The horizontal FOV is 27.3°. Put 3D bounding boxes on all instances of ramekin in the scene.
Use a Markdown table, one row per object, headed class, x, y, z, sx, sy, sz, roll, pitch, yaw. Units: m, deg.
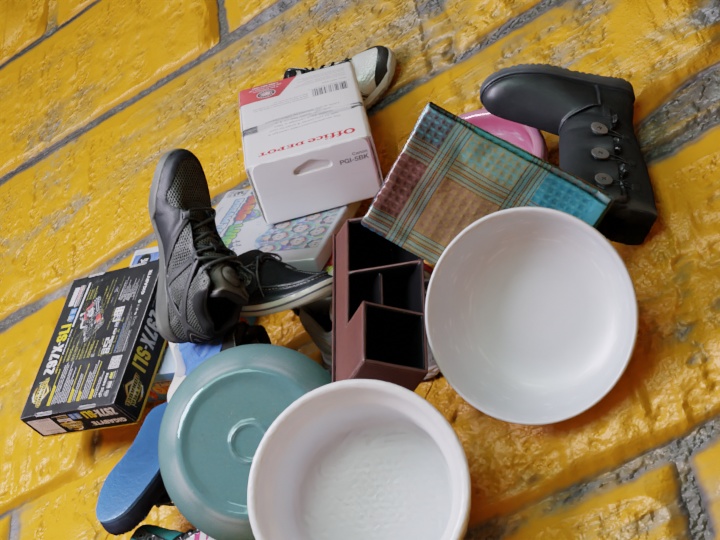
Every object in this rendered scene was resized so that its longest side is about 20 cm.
| class | x | y | z | sx | sy | sz | roll | pitch | yaw |
| --- | --- | --- | --- | --- | --- | --- | --- | --- | --- |
| ramekin | 0.006 | 0.205 | 1.339 | 0.200 | 0.098 | 0.201 | -3 | 74 | 11 |

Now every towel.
| class | x | y | z | sx | sy | sz | roll | pitch | yaw |
| --- | --- | --- | --- | --- | --- | --- | --- | --- | --- |
| towel | 0.119 | -0.054 | 1.406 | 0.147 | 0.200 | 0.022 | -61 | 4 | 23 |

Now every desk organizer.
| class | x | y | z | sx | sy | sz | roll | pitch | yaw |
| --- | --- | --- | --- | --- | --- | --- | --- | --- | --- |
| desk organizer | 0.019 | 0.031 | 1.438 | 0.077 | 0.072 | 0.200 | 123 | 154 | -49 |

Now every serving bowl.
| class | x | y | z | sx | sy | sz | roll | pitch | yaw |
| --- | --- | --- | --- | --- | --- | --- | --- | --- | --- |
| serving bowl | 0.164 | 0.040 | 1.376 | 0.200 | 0.066 | 0.200 | 1 | 94 | 20 |

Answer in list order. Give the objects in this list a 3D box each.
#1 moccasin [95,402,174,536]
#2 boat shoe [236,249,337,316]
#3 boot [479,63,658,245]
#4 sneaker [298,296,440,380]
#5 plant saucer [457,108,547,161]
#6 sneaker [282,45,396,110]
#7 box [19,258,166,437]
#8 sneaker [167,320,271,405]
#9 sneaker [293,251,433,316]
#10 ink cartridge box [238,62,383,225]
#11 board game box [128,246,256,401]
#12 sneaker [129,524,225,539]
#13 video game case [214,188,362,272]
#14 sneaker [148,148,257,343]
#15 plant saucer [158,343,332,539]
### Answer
| class | x | y | z | sx | sy | sz | roll | pitch | yaw |
| --- | --- | --- | --- | --- | --- | --- | --- | --- | --- |
| moccasin | -0.211 | 0.216 | 1.571 | 0.080 | 0.068 | 0.200 | -11 | 28 | 27 |
| boat shoe | -0.108 | 0.011 | 1.542 | 0.200 | 0.062 | 0.075 | -2 | 13 | 41 |
| boot | 0.204 | -0.116 | 1.484 | 0.165 | 0.066 | 0.200 | 1 | 51 | 1 |
| sneaker | 0.016 | 0.060 | 1.521 | 0.200 | 0.092 | 0.076 | -4 | 53 | 39 |
| plant saucer | 0.115 | -0.085 | 1.590 | 0.200 | 0.051 | 0.201 | -22 | 42 | 22 |
| sneaker | -0.050 | -0.224 | 1.839 | 0.200 | 0.088 | 0.076 | -35 | 38 | 11 |
| box | -0.297 | 0.089 | 1.723 | 0.160 | 0.049 | 0.200 | -14 | 48 | 37 |
| sneaker | -0.141 | 0.087 | 1.560 | 0.111 | 0.077 | 0.200 | -27 | 24 | 9 |
| sneaker | 0.000 | 0.000 | 1.608 | 0.200 | 0.077 | 0.085 | -4 | 45 | 37 |
| ink cartridge box | -0.059 | -0.150 | 1.725 | 0.147 | 0.083 | 0.200 | -14 | 33 | 2 |
| board game box | -0.214 | 0.056 | 1.761 | 0.200 | 0.056 | 0.196 | -9 | 51 | 37 |
| sneaker | -0.168 | 0.277 | 1.508 | 0.121 | 0.084 | 0.200 | 27 | 77 | 41 |
| video game case | -0.102 | -0.047 | 1.686 | 0.182 | 0.024 | 0.200 | -5 | 28 | 21 |
| sneaker | -0.156 | -0.025 | 1.493 | 0.114 | 0.076 | 0.200 | -2 | 89 | 44 |
| plant saucer | -0.104 | 0.168 | 1.437 | 0.200 | 0.036 | 0.200 | -1 | 80 | 7 |
